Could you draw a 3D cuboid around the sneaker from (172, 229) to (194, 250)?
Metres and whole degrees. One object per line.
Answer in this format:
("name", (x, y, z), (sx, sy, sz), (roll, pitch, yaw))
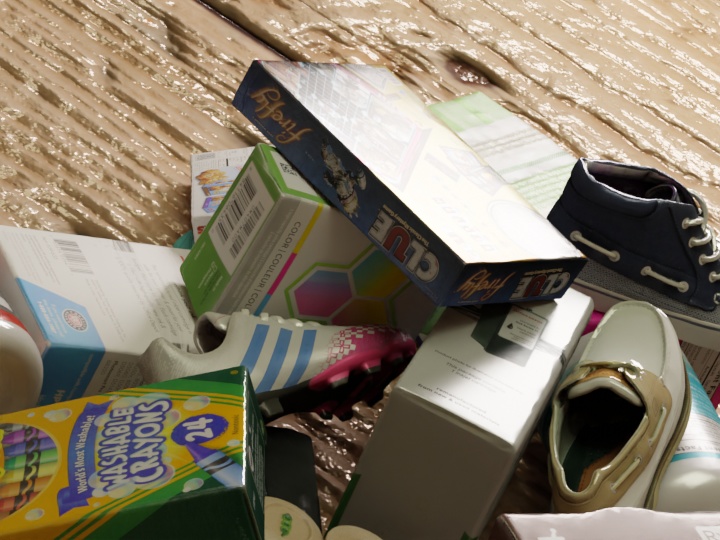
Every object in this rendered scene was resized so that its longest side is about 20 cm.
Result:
("sneaker", (-0.044, -0.023, 1.811), (0.080, 0.078, 0.200), (29, 28, 33))

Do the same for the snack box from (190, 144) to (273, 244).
("snack box", (-0.078, -0.052, 1.789), (0.072, 0.024, 0.200), (-6, 14, -2))

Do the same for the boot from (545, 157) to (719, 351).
("boot", (0.214, -0.010, 1.748), (0.200, 0.090, 0.073), (13, 35, -19))

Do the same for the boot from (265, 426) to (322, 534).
("boot", (-0.095, 0.152, 1.515), (0.165, 0.066, 0.200), (21, 34, -21))

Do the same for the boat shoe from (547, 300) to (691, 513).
("boat shoe", (0.156, 0.086, 1.615), (0.075, 0.068, 0.200), (-4, 44, 17))

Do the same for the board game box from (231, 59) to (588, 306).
("board game box", (0.030, -0.056, 1.633), (0.200, 0.035, 0.135), (45, 27, 27))

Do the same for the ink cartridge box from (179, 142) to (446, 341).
("ink cartridge box", (0.000, 0.000, 1.663), (0.200, 0.104, 0.059), (16, 30, -33))

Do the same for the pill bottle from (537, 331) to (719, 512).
("pill bottle", (0.188, 0.135, 1.687), (0.111, 0.111, 0.200), (8, 35, -24))

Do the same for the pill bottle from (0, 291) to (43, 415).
("pill bottle", (-0.276, 0.017, 1.552), (0.116, 0.116, 0.200), (-4, 41, -37))

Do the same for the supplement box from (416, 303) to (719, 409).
("supplement box", (0.156, 0.041, 1.815), (0.200, 0.103, 0.101), (4, 38, -32))

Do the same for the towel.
("towel", (0.119, -0.064, 2.027), (0.200, 0.031, 0.149), (38, 32, 26))

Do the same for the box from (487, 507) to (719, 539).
("box", (0.135, 0.252, 1.391), (0.166, 0.200, 0.164), (2, 38, -30))

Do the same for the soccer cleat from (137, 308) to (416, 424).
("soccer cleat", (-0.047, 0.051, 1.590), (0.200, 0.070, 0.086), (-16, 62, -48))

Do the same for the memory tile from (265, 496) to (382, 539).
("memory tile", (-0.047, 0.184, 1.432), (0.153, 0.017, 0.200), (25, 28, -11))

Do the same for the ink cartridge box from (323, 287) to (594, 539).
("ink cartridge box", (0.060, 0.098, 1.625), (0.083, 0.147, 0.200), (27, 30, 6))

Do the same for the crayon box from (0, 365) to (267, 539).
("crayon box", (-0.153, 0.121, 1.435), (0.200, 0.052, 0.126), (-13, 28, 4))

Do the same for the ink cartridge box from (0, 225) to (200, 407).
("ink cartridge box", (-0.137, 0.041, 1.642), (0.200, 0.067, 0.116), (8, 34, -36))
